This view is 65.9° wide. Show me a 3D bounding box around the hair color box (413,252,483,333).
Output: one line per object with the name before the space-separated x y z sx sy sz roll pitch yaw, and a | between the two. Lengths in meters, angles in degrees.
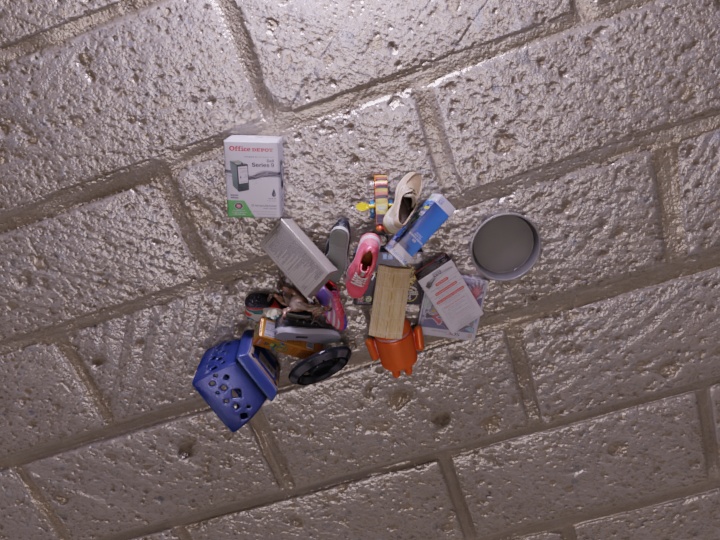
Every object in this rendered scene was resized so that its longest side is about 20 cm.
hair color box | 0.248 0.064 1.558 0.110 0.064 0.201 -32 113 5

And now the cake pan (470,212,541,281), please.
cake pan | 0.402 -0.068 1.553 0.198 0.037 0.202 0 111 0

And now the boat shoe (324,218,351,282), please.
boat shoe | -0.063 -0.054 1.547 0.075 0.061 0.201 19 131 -3

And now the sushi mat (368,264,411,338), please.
sushi mat | 0.081 0.089 1.545 0.095 0.012 0.202 8 92 -2

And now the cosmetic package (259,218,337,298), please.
cosmetic package | -0.168 -0.035 1.512 0.104 0.073 0.200 -44 82 16

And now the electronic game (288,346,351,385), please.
electronic game | -0.118 0.279 1.632 0.199 0.200 0.042 -32 65 12

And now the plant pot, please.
plant pot | -0.347 0.309 1.627 0.179 0.200 0.201 -32 108 6

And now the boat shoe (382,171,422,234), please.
boat shoe | 0.123 -0.181 1.437 0.072 0.201 0.065 39 148 -19

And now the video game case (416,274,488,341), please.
video game case | 0.267 0.106 1.631 0.180 0.023 0.202 8 111 -3

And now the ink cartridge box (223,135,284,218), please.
ink cartridge box | -0.279 -0.247 1.462 0.144 0.084 0.202 1 111 0

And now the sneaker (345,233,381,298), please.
sneaker | 0.000 0.000 1.498 0.073 0.087 0.202 15 119 -3

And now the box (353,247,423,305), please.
box | 0.078 0.017 1.583 0.198 0.049 0.163 0 108 -1

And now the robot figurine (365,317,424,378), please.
robot figurine | 0.104 0.211 1.625 0.143 0.116 0.202 2 116 37

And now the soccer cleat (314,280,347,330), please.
soccer cleat | -0.080 0.090 1.593 0.076 0.067 0.201 -21 115 23

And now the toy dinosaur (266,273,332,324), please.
toy dinosaur | -0.175 0.086 1.561 0.135 0.200 0.087 9 112 -37

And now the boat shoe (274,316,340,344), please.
boat shoe | -0.151 0.168 1.591 0.198 0.057 0.069 9 145 -26

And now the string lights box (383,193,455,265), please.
string lights box | 0.156 -0.110 1.479 0.059 0.103 0.200 42 92 -11

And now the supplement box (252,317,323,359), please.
supplement box | -0.210 0.203 1.618 0.198 0.069 0.067 21 140 -20

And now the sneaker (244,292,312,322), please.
sneaker | -0.242 0.123 1.628 0.197 0.071 0.094 7 137 -10

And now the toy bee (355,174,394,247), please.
toy bee | 0.065 -0.151 1.486 0.130 0.109 0.201 -22 110 7
